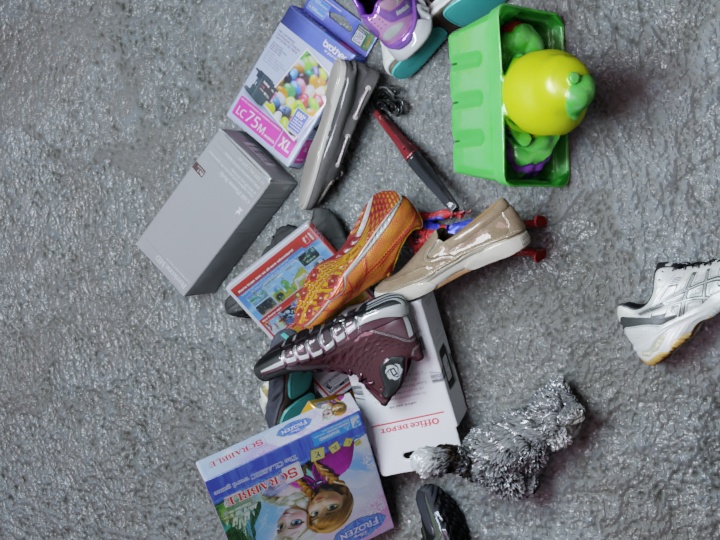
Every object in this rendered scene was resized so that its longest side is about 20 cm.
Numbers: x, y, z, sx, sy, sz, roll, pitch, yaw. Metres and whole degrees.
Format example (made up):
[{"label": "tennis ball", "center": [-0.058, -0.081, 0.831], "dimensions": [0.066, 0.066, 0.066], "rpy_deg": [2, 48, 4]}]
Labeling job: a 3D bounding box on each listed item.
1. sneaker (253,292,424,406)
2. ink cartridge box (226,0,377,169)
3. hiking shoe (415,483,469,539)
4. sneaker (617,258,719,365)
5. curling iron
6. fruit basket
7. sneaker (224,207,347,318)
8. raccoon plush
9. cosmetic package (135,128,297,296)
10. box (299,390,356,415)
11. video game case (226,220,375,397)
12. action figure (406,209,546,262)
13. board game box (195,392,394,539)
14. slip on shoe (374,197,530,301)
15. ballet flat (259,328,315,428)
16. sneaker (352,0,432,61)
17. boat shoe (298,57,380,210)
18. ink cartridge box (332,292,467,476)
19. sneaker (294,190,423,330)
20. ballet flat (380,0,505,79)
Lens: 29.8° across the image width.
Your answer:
[{"label": "sneaker", "center": [-0.018, 0.115, 1.556], "dimensions": [0.198, 0.076, 0.116], "rpy_deg": [-24, 101, 14]}, {"label": "ink cartridge box", "center": [-0.075, -0.246, 1.714], "dimensions": [0.119, 0.042, 0.201], "rpy_deg": [40, 106, 20]}, {"label": "hiking shoe", "center": [0.084, 0.361, 1.629], "dimensions": [0.100, 0.076, 0.202], "rpy_deg": [-16, 85, 23]}, {"label": "sneaker", "center": [0.365, 0.015, 1.476], "dimensions": [0.200, 0.075, 0.088], "rpy_deg": [-42, 74, 21]}, {"label": "curling iron", "center": [0.063, -0.147, 1.627], "dimensions": [0.201, 0.025, 0.050], "rpy_deg": [62, 144, 26]}, {"label": "fruit basket", "center": [0.198, -0.195, 1.509], "dimensions": [0.214, 0.155, 0.218], "rpy_deg": [2, 93, 42]}, {"label": "sneaker", "center": [-0.094, -0.007, 1.720], "dimensions": [0.199, 0.076, 0.091], "rpy_deg": [-31, 67, 19]}, {"label": "raccoon plush", "center": [0.168, 0.188, 1.525], "dimensions": [0.097, 0.199, 0.135], "rpy_deg": [50, 125, 31]}, {"label": "cosmetic package", "center": [-0.187, -0.073, 1.749], "dimensions": [0.107, 0.090, 0.201], "rpy_deg": [43, 106, 16]}, {"label": "box", "center": [-0.072, 0.246, 1.681], "dimensions": [0.041, 0.119, 0.201], "rpy_deg": [35, 107, 21]}, {"label": "video game case", "center": [-0.050, 0.053, 1.670], "dimensions": [0.143, 0.017, 0.200], "rpy_deg": [-36, 104, 23]}, {"label": "action figure", "center": [0.121, -0.041, 1.617], "dimensions": [0.198, 0.052, 0.066], "rpy_deg": [1, 97, 29]}, {"label": "board game box", "center": [-0.073, 0.268, 1.608], "dimensions": [0.198, 0.201, 0.041], "rpy_deg": [-24, 36, -10]}, {"label": "slip on shoe", "center": [0.097, -0.020, 1.560], "dimensions": [0.199, 0.076, 0.061], "rpy_deg": [-23, 99, 27]}, {"label": "ballet flat", "center": [-0.092, 0.145, 1.684], "dimensions": [0.073, 0.073, 0.201], "rpy_deg": [33, 142, 22]}, {"label": "sneaker", "center": [0.023, -0.345, 1.603], "dimensions": [0.080, 0.088, 0.202], "rpy_deg": [-40, 46, 33]}, {"label": "boat shoe", "center": [-0.027, -0.162, 1.671], "dimensions": [0.056, 0.067, 0.202], "rpy_deg": [11, 112, -16]}, {"label": "ink cartridge box", "center": [0.054, 0.133, 1.620], "dimensions": [0.115, 0.067, 0.202], "rpy_deg": [-13, 101, 18]}, {"label": "sneaker", "center": [0.000, 0.000, 1.600], "dimensions": [0.200, 0.077, 0.073], "rpy_deg": [-47, 35, 5]}, {"label": "ballet flat", "center": [0.098, -0.311, 1.614], "dimensions": [0.199, 0.069, 0.070], "rpy_deg": [-37, 76, 25]}]
